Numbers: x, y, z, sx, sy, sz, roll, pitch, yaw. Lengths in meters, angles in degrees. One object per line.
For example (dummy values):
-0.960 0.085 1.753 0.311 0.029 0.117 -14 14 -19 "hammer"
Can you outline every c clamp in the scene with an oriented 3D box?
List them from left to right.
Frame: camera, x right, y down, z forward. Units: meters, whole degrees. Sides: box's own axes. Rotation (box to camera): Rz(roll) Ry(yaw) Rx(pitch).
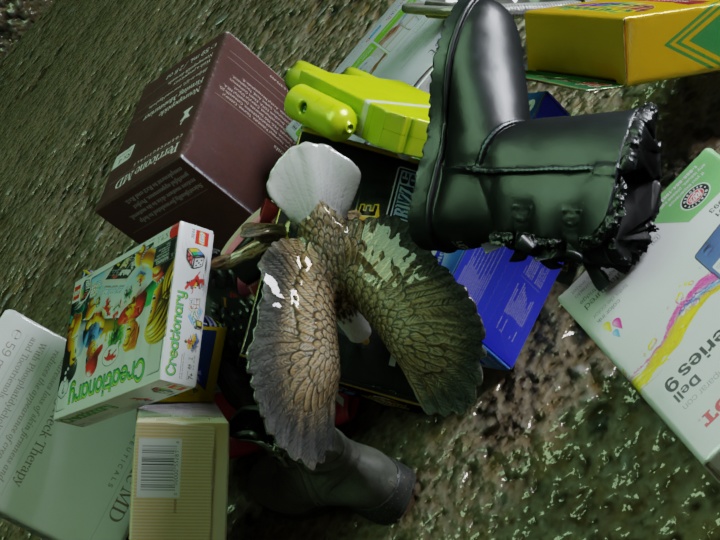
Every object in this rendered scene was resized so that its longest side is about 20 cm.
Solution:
0.144 -0.238 1.105 0.171 0.198 0.027 -140 48 -64 "c clamp"

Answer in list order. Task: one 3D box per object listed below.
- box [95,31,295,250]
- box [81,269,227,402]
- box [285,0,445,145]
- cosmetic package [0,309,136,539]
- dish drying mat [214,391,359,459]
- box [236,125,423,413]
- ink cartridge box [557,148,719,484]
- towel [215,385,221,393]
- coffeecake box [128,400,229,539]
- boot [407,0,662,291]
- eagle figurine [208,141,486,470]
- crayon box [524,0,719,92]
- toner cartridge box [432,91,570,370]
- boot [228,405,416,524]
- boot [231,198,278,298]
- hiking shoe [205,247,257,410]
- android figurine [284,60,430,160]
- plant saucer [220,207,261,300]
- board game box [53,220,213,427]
-0.167 -0.124 1.399 0.165 0.164 0.201 -24 39 39 "box"
-0.195 0.056 1.107 0.199 0.064 0.071 23 104 55 "box"
0.039 -0.164 1.225 0.200 0.097 0.177 -48 30 4 "box"
-0.300 0.165 1.189 0.169 0.199 0.166 -64 13 -19 "cosmetic package"
-0.083 0.125 1.095 0.199 0.018 0.077 -20 46 31 "dish drying mat"
0.000 0.000 1.003 0.049 0.158 0.202 122 164 -71 "box"
0.232 0.034 0.749 0.145 0.087 0.200 -45 32 9 "ink cartridge box"
-0.089 0.078 1.199 0.199 0.034 0.194 -16 45 47 "towel"
-0.149 0.188 0.988 0.200 0.072 0.156 172 100 -80 "coffeecake box"
0.122 -0.092 0.817 0.161 0.073 0.201 5 78 39 "boot"
-0.012 0.023 0.893 0.152 0.150 0.201 -50 40 22 "eagle figurine"
0.213 -0.176 0.918 0.198 0.051 0.127 -14 19 -25 "crayon box"
0.120 -0.032 0.970 0.043 0.095 0.201 2 58 55 "toner cartridge box"
-0.057 0.144 0.983 0.199 0.130 0.068 -9 51 51 "boot"
-0.009 -0.022 1.060 0.199 0.145 0.072 -31 17 2 "boot"
-0.132 0.069 1.136 0.201 0.075 0.101 60 136 41 "hiking shoe"
0.028 -0.129 1.036 0.199 0.181 0.041 33 114 39 "android figurine"
-0.085 -0.006 1.221 0.200 0.051 0.202 -34 32 25 "plant saucer"
-0.188 0.049 0.999 0.199 0.034 0.128 -23 56 50 "board game box"
